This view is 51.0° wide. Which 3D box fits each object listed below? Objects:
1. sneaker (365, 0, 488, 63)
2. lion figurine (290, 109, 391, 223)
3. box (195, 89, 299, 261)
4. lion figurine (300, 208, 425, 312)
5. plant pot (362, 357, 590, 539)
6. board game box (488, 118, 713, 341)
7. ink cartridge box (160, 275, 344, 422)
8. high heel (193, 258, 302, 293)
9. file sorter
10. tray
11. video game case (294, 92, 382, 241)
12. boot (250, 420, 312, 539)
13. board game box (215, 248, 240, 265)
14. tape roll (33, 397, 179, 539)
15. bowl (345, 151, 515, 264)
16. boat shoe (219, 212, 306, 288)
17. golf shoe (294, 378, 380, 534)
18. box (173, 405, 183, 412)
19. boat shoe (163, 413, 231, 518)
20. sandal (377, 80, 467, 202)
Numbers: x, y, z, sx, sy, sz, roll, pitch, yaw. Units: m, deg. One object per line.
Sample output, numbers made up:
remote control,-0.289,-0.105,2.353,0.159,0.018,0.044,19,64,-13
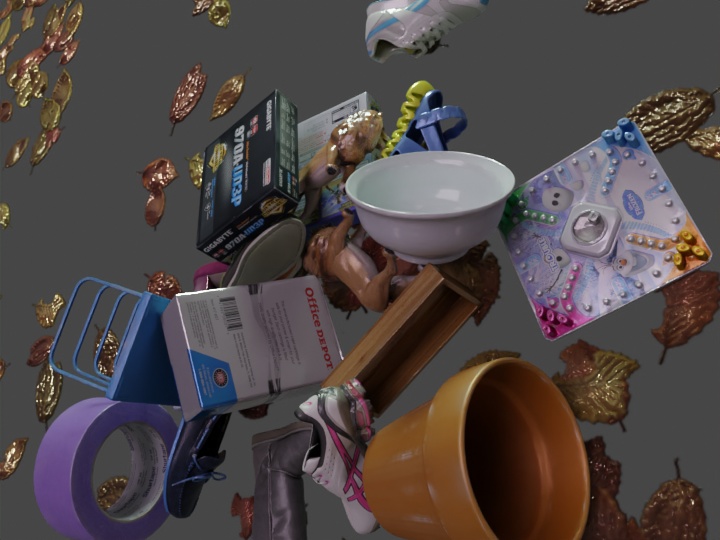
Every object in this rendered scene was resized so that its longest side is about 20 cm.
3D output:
sneaker,0.093,-0.350,1.076,0.199,0.076,0.081,-2,80,41
lion figurine,-0.048,-0.137,1.034,0.199,0.072,0.123,-28,36,32
box,-0.155,-0.132,1.041,0.159,0.046,0.201,-31,44,29
lion figurine,0.000,0.000,0.999,0.200,0.072,0.123,48,121,32
plant pot,0.107,0.210,0.793,0.183,0.199,0.201,-25,59,44
board game box,0.262,-0.050,0.868,0.199,0.026,0.201,-31,58,23
ink cartridge box,-0.136,0.097,0.969,0.084,0.199,0.147,-40,62,54
high heel,-0.170,-0.008,1.151,0.199,0.067,0.096,-27,32,20
file sorter,-0.305,0.099,1.046,0.122,0.200,0.140,17,83,21
tray,0.050,0.089,0.920,0.200,0.098,0.037,-50,49,10
video game case,-0.055,-0.142,1.116,0.199,0.045,0.182,-18,62,30
boot,-0.081,0.301,0.955,0.181,0.072,0.201,-27,52,41
board game box,-0.169,-0.119,1.125,0.120,0.032,0.201,-43,38,42
tape roll,-0.351,0.282,1.073,0.085,0.200,0.201,-6,70,34
bowl,0.083,-0.068,0.908,0.200,0.201,0.091,20,126,38
boat shoe,-0.143,-0.011,1.050,0.201,0.071,0.061,-51,34,28
golf shoe,-0.025,0.226,0.884,0.073,0.092,0.201,-145,41,-64
box,-0.197,0.123,1.126,0.199,0.036,0.145,-18,64,29
boat shoe,-0.224,0.257,1.057,0.068,0.084,0.201,16,100,17
sandal,0.081,-0.154,1.007,0.087,0.079,0.201,19,87,27
